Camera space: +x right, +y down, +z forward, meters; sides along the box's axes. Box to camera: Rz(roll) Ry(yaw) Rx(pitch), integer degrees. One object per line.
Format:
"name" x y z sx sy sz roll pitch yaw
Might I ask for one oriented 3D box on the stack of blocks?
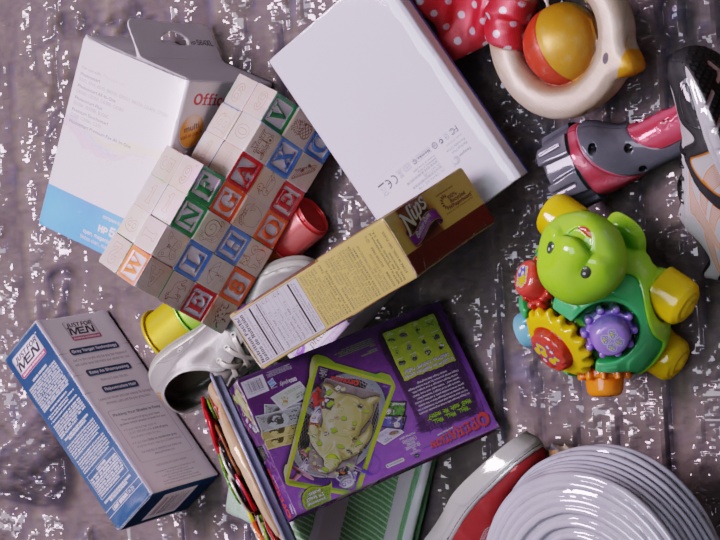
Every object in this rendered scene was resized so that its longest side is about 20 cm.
"stack of blocks" -0.119 -0.062 1.585 0.058 0.115 0.201 30 88 45

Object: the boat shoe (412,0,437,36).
"boat shoe" 0.045 -0.232 1.538 0.062 0.072 0.202 -14 85 27

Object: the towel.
"towel" -0.028 0.177 1.643 0.199 0.023 0.154 19 104 30

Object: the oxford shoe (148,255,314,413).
"oxford shoe" -0.106 0.061 1.640 0.200 0.075 0.058 -38 39 18

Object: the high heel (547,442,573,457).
"high heel" 0.200 0.241 1.474 0.200 0.071 0.143 38 110 19

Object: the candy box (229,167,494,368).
"candy box" 0.000 0.000 1.483 0.199 0.116 0.057 -30 92 43

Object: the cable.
"cable" 0.181 0.235 1.410 0.199 0.069 0.202 -14 94 40

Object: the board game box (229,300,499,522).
"board game box" 0.004 0.113 1.524 0.121 0.199 0.032 63 153 14

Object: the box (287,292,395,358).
"box" 0.008 0.009 1.596 0.039 0.041 0.200 51 118 18

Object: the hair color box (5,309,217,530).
"hair color box" -0.230 0.135 1.723 0.061 0.100 0.201 -46 70 28

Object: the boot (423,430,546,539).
"boot" 0.127 0.239 1.520 0.144 0.072 0.201 44 125 21

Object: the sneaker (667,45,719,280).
"sneaker" 0.259 -0.070 1.375 0.079 0.074 0.201 -7 118 37

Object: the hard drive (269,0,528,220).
"hard drive" 0.029 -0.126 1.509 0.132 0.025 0.201 -36 87 32

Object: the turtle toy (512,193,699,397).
"turtle toy" 0.174 0.019 1.417 0.145 0.101 0.201 36 153 26

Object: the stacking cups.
"stacking cups" -0.112 0.003 1.665 0.200 0.060 0.061 -41 72 25

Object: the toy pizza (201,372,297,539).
"toy pizza" -0.092 0.181 1.571 0.032 0.200 0.201 -24 79 -5

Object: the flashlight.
"flashlight" 0.232 -0.115 1.429 0.199 0.067 0.068 -29 75 32

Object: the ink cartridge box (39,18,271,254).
"ink cartridge box" -0.179 -0.117 1.653 0.125 0.128 0.202 25 107 28

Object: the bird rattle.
"bird rattle" 0.142 -0.197 1.452 0.199 0.112 0.164 -26 78 32
